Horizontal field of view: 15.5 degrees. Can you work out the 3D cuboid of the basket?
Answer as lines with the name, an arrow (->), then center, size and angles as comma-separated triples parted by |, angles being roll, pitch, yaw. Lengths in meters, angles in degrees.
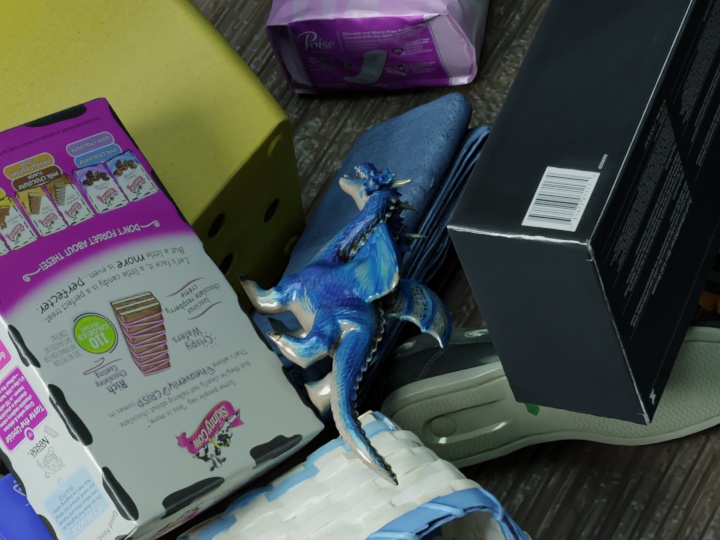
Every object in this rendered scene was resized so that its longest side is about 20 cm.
basket -> 0.019, 0.176, 1.236 | 0.176, 0.139, 0.200 | -30, 43, -6

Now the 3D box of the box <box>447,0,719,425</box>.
box -> 0.125, -0.050, 1.278 | 0.079, 0.141, 0.200 | 7, 54, 28

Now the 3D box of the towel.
towel -> 0.000, 0.000, 1.418 | 0.112, 0.049, 0.200 | -17, 38, 52

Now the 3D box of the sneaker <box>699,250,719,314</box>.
sneaker -> 0.165, -0.064, 1.419 | 0.078, 0.077, 0.200 | -34, 50, -8

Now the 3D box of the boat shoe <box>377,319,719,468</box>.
boat shoe -> 0.107, 0.050, 1.353 | 0.199, 0.072, 0.068 | -9, 31, 9

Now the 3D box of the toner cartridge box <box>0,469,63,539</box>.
toner cartridge box -> -0.131, 0.108, 1.307 | 0.200, 0.095, 0.043 | -30, 79, -46

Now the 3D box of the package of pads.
package of pads -> 0.022, -0.199, 1.566 | 0.120, 0.076, 0.200 | -2, 53, 17

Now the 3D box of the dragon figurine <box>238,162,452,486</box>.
dragon figurine -> 0.005, 0.016, 1.279 | 0.099, 0.059, 0.200 | -32, 31, 0

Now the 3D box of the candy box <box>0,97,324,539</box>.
candy box -> -0.127, 0.028, 1.254 | 0.136, 0.061, 0.200 | -24, 76, -46

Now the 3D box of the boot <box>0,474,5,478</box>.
boot -> -0.161, 0.208, 1.312 | 0.200, 0.073, 0.182 | 19, 73, 35

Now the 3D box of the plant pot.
plant pot -> -0.141, -0.045, 1.431 | 0.176, 0.200, 0.200 | 31, 66, 20
